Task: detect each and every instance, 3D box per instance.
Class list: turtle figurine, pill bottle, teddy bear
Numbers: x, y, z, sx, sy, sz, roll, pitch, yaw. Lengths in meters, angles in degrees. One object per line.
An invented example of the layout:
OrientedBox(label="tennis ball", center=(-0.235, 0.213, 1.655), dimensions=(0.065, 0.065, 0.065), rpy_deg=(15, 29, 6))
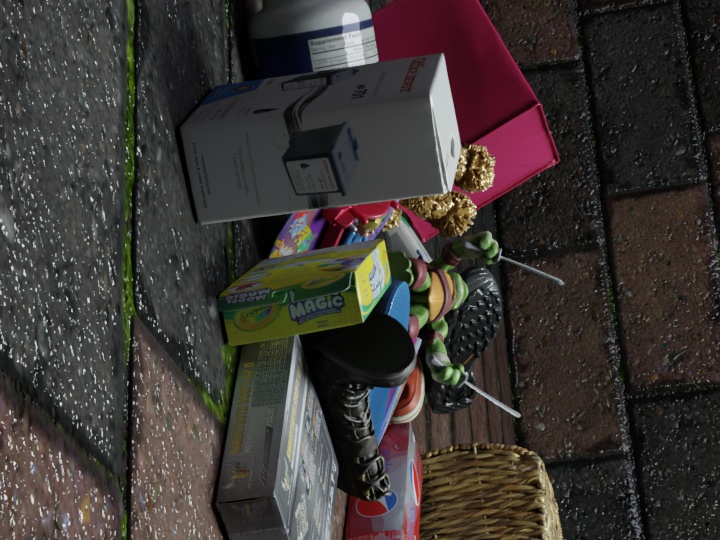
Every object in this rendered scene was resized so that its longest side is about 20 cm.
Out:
OrientedBox(label="turtle figurine", center=(0.094, 0.036, 1.662), dimensions=(0.200, 0.144, 0.194), rpy_deg=(48, 24, 22))
OrientedBox(label="pill bottle", center=(-0.042, -0.198, 1.560), dimensions=(0.120, 0.119, 0.201), rpy_deg=(-54, 135, -76))
OrientedBox(label="teddy bear", center=(0.042, -0.110, 1.677), dimensions=(0.200, 0.145, 0.067), rpy_deg=(43, 4, -16))

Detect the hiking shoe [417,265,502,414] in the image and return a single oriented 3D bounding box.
OrientedBox(label="hiking shoe", center=(0.096, 0.063, 1.853), dimensions=(0.101, 0.075, 0.201), rpy_deg=(57, -36, 41))

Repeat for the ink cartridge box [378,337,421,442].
OrientedBox(label="ink cartridge box", center=(0.014, 0.139, 1.689), dimensions=(0.200, 0.042, 0.120), rpy_deg=(-43, 155, -74))

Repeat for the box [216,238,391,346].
OrientedBox(label="box", center=(-0.044, 0.018, 1.384), dimensions=(0.200, 0.117, 0.049), rpy_deg=(-41, 120, -78))

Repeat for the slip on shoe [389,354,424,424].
OrientedBox(label="slip on shoe", center=(0.023, 0.076, 1.867), dimensions=(0.061, 0.074, 0.201), rpy_deg=(48, 29, -63))

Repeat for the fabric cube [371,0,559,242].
OrientedBox(label="fabric cube", center=(0.090, -0.186, 1.916), dimensions=(0.200, 0.196, 0.200), rpy_deg=(60, 3, 20))

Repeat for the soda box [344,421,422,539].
OrientedBox(label="soda box", center=(0.026, 0.249, 1.749), dimensions=(0.200, 0.063, 0.070), rpy_deg=(-82, 160, -57))

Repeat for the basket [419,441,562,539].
OrientedBox(label="basket", center=(0.124, 0.287, 1.891), dimensions=(0.149, 0.199, 0.143), rpy_deg=(63, 20, -55))

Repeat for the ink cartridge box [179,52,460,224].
OrientedBox(label="ink cartridge box", center=(-0.028, -0.106, 1.331), dimensions=(0.147, 0.199, 0.086), rpy_deg=(-72, 152, -69))

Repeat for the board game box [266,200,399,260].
OrientedBox(label="board game box", center=(-0.009, -0.033, 1.551), dimensions=(0.039, 0.158, 0.200), rpy_deg=(40, -6, 21))

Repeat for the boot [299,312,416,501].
OrientedBox(label="boot", center=(-0.002, 0.123, 1.449), dimensions=(0.200, 0.069, 0.175), rpy_deg=(17, -52, 54))

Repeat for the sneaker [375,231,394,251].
OrientedBox(label="sneaker", center=(0.000, 0.000, 1.752), dimensions=(0.082, 0.073, 0.201), rpy_deg=(84, 5, -50))

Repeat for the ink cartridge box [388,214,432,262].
OrientedBox(label="ink cartridge box", center=(0.042, -0.043, 1.954), dimensions=(0.161, 0.050, 0.200), rpy_deg=(57, 8, 11))

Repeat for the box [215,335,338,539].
OrientedBox(label="box", center=(-0.063, 0.172, 1.344), dimensions=(0.201, 0.048, 0.159), rpy_deg=(-86, 164, -53))

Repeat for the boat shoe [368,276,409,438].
OrientedBox(label="boat shoe", center=(-0.010, 0.092, 1.529), dimensions=(0.084, 0.068, 0.201), rpy_deg=(-30, 140, -59))
